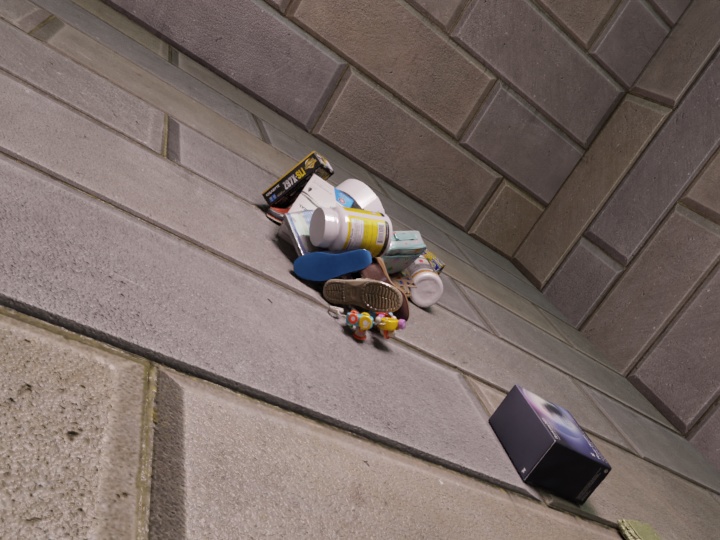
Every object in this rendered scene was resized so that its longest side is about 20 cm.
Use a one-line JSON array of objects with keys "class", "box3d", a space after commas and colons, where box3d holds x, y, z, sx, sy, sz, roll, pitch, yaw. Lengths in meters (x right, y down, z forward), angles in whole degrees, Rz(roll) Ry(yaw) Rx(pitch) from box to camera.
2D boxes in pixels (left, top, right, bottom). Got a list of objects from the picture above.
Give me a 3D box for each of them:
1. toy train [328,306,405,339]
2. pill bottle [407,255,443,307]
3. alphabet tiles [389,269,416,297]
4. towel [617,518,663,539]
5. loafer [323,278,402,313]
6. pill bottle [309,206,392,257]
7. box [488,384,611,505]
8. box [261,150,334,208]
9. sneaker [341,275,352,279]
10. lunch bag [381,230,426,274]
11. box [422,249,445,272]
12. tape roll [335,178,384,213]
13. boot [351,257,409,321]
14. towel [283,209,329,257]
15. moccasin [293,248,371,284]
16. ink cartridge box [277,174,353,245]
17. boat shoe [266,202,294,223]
[{"class": "toy train", "box3d": [0.021, 0.127, 1.434, 0.195, 0.058, 0.148, 8, 3, -40]}, {"class": "pill bottle", "box3d": [0.195, 0.026, 1.968, 0.114, 0.118, 0.201, 29, 17, -17]}, {"class": "alphabet tiles", "box3d": [0.087, 0.027, 1.827, 0.161, 0.008, 0.201, 8, 24, -15]}, {"class": "towel", "box3d": [0.665, 0.640, 1.345, 0.146, 0.037, 0.201, 24, 19, -40]}, {"class": "loafer", "box3d": [0.008, 0.053, 1.472, 0.193, 0.079, 0.068, 11, 8, 4]}, {"class": "pill bottle", "box3d": [-0.025, -0.100, 1.543, 0.194, 0.117, 0.115, 6, 28, -30]}, {"class": "box", "box3d": [0.430, 0.396, 1.390, 0.194, 0.125, 0.201, 26, 17, -24]}, {"class": "box", "box3d": [-0.180, -0.257, 1.780, 0.050, 0.198, 0.159, 54, 9, 6]}, {"class": "sneaker", "box3d": [0.000, 0.000, 1.690, 0.098, 0.077, 0.197, 29, 9, 36]}, {"class": "lunch bag", "box3d": [0.093, -0.053, 1.791, 0.196, 0.160, 0.079, -8, 66, -43]}, {"class": "box", "box3d": [0.240, -0.058, 2.406, 0.198, 0.065, 0.070, 39, 16, 15]}, {"class": "tape roll", "box3d": [-0.014, -0.167, 1.818, 0.201, 0.205, 0.070, 41, 57, 21]}, {"class": "boot", "box3d": [0.050, 0.069, 1.586, 0.205, 0.071, 0.166, 63, 28, -4]}, {"class": "towel", "box3d": [-0.099, -0.095, 1.584, 0.195, 0.024, 0.150, -10, 66, -38]}, {"class": "moccasin", "box3d": [-0.069, -0.009, 1.490, 0.192, 0.084, 0.068, -3, 0, -6]}, {"class": "ink cartridge box", "box3d": [-0.122, -0.147, 1.681, 0.143, 0.085, 0.203, 32, 47, -6]}, {"class": "boat shoe", "box3d": [-0.178, -0.164, 1.760, 0.194, 0.064, 0.071, 8, 24, -29]}]
